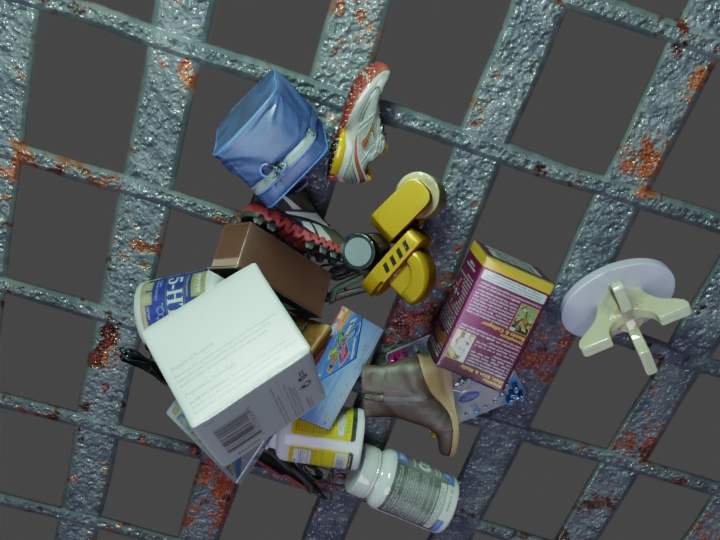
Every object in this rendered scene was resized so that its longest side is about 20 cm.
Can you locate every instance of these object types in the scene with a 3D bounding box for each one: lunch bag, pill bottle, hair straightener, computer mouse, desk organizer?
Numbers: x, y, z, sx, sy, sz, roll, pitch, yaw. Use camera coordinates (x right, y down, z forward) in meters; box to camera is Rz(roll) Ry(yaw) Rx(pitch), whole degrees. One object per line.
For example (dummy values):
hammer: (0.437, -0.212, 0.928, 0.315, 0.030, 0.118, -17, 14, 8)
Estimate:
lunch bag: (-0.122, -0.186, 1.231, 0.136, 0.201, 0.132, -41, 114, 15)
pill bottle: (-0.094, 0.294, 1.540, 0.196, 0.112, 0.113, 9, 119, -4)
hair straightener: (-0.119, 0.380, 1.627, 0.077, 0.041, 0.200, -40, 111, 20)
pill bottle: (-0.264, 0.060, 1.412, 0.196, 0.120, 0.122, -12, 118, 7)
computer mouse: (-0.284, 0.138, 1.371, 0.198, 0.047, 0.140, -28, 136, 25)
pill bottle: (0.077, 0.407, 1.597, 0.197, 0.114, 0.115, 25, 117, -12)
desk organizer: (-0.138, 0.003, 1.346, 0.071, 0.078, 0.199, -2, 154, 42)
hair straightener: (0.000, 0.000, 1.421, 0.197, 0.041, 0.078, -17, 92, 17)

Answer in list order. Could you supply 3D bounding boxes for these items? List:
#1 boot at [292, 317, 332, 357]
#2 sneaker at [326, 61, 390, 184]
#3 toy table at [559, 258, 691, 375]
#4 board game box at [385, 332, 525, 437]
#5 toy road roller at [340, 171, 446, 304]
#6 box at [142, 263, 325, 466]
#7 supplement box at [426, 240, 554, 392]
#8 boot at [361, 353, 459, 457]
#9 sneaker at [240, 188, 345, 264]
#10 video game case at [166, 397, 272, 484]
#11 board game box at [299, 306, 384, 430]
boot: (-0.165, 0.148, 1.403, 0.186, 0.202, 0.069, 10, 153, 35)
sneaker: (0.009, -0.222, 1.287, 0.081, 0.079, 0.202, 13, 127, -10)
toy table: (0.439, 0.073, 1.407, 0.199, 0.118, 0.184, -35, 113, 17)
board game box: (0.174, 0.194, 1.529, 0.197, 0.026, 0.202, -24, 115, 14)
toy road roller: (0.077, -0.040, 1.312, 0.146, 0.123, 0.200, 45, 102, 8)
box: (-0.180, 0.143, 1.252, 0.198, 0.172, 0.200, -32, 154, -12)
supplement box: (0.211, 0.075, 1.399, 0.129, 0.103, 0.203, 22, 103, -12)
boot: (0.087, 0.245, 1.499, 0.163, 0.072, 0.204, -8, 107, -1)
sneaker: (-0.091, -0.080, 1.349, 0.198, 0.100, 0.070, 26, 158, -25)
video game case: (-0.221, 0.228, 1.449, 0.184, 0.199, 0.022, -56, 151, 1)
board game box: (-0.043, 0.170, 1.454, 0.102, 0.019, 0.202, 31, 88, -43)
